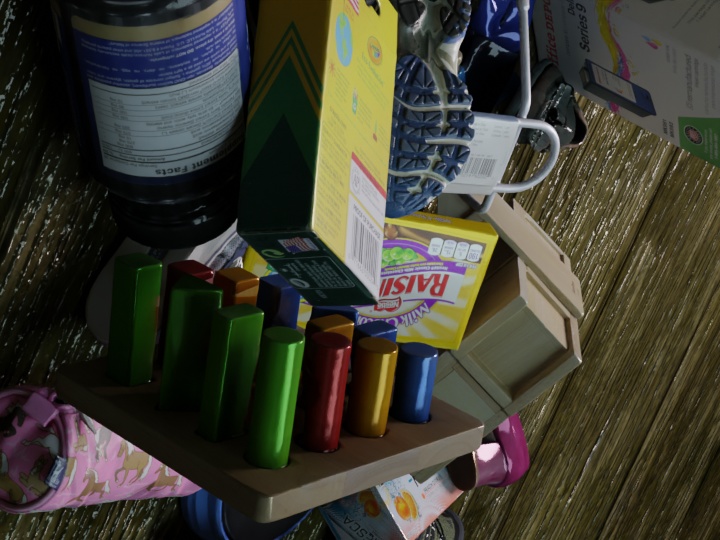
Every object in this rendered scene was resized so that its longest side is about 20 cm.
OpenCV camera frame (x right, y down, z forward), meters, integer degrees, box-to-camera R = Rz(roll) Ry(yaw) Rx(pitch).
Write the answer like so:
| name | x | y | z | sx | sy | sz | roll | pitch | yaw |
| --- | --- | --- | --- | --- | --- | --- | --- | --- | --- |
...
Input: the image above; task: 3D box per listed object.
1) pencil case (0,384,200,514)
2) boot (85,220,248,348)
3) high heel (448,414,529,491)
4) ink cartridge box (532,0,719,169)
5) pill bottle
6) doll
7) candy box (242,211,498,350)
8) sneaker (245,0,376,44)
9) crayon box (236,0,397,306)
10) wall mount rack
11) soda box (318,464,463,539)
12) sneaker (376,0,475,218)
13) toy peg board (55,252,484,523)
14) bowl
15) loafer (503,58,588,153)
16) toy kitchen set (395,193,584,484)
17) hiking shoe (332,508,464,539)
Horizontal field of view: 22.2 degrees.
| name | x | y | z | sx | sy | sz | roll | pitch | yaw |
| --- | --- | --- | --- | --- | --- | --- | --- | --- | --- |
| pencil case | -0.173 | 0.118 | 1.247 | 0.199 | 0.086 | 0.084 | 7 | 80 | -61 |
| boot | -0.104 | -0.025 | 1.249 | 0.200 | 0.073 | 0.090 | -51 | 157 | 0 |
| high heel | 0.109 | 0.096 | 1.657 | 0.096 | 0.067 | 0.202 | -7 | 95 | -52 |
| ink cartridge box | 0.242 | -0.194 | 1.524 | 0.088 | 0.199 | 0.146 | -45 | 150 | -19 |
| pill bottle | -0.119 | -0.112 | 1.086 | 0.112 | 0.111 | 0.201 | -42 | 148 | -31 |
| doll | 0.102 | -0.175 | 1.467 | 0.136 | 0.048 | 0.202 | 5 | 111 | -59 |
| candy box | 0.000 | 0.000 | 1.377 | 0.198 | 0.026 | 0.103 | 8 | 115 | -26 |
| sneaker | -0.022 | -0.152 | 1.255 | 0.112 | 0.073 | 0.201 | -44 | 150 | -35 |
| crayon box | -0.022 | -0.093 | 1.120 | 0.127 | 0.050 | 0.202 | 48 | 44 | -61 |
| wall mount rack | 0.062 | -0.129 | 1.379 | 0.198 | 0.075 | 0.175 | 2 | 121 | -32 |
| soda box | 0.040 | 0.190 | 1.625 | 0.063 | 0.069 | 0.200 | -30 | 180 | 27 |
| sneaker | 0.031 | -0.117 | 1.265 | 0.085 | 0.076 | 0.202 | -43 | -149 | 56 |
| toy peg board | -0.051 | 0.051 | 1.151 | 0.198 | 0.199 | 0.099 | -13 | 119 | -45 |
| bowl | -0.065 | 0.138 | 1.492 | 0.200 | 0.039 | 0.202 | -40 | 146 | -34 |
| loafer | 0.160 | -0.130 | 1.523 | 0.072 | 0.063 | 0.200 | -59 | 175 | 9 |
| toy kitchen set | 0.067 | 0.025 | 1.545 | 0.180 | 0.163 | 0.200 | -39 | -164 | 19 |
| hiking shoe | 0.048 | 0.241 | 1.738 | 0.199 | 0.075 | 0.101 | -7 | 125 | -56 |
